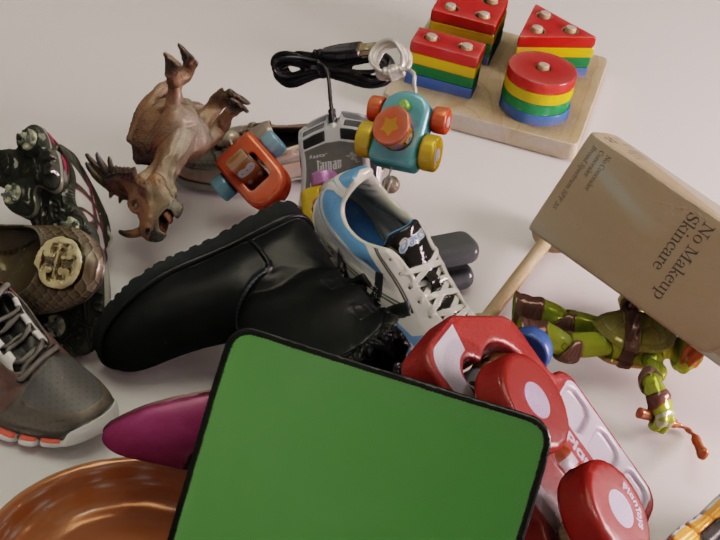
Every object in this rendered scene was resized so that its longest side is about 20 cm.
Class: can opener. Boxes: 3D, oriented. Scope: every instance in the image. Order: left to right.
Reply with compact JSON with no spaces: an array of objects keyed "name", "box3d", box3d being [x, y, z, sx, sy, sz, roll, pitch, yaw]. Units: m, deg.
[{"name":"can opener","box3d":[0.000,0.000,1.089,0.200,0.053,0.066,-9,40,-23]}]

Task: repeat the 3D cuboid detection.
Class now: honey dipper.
[{"name":"honey dipper","box3d":[0.137,-0.003,1.138,0.038,0.038,0.200,24,42,20]}]

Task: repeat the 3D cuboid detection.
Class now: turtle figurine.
[{"name":"turtle figurine","box3d":[0.197,0.060,1.041,0.161,0.064,0.200,8,37,-2]}]

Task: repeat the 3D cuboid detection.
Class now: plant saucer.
[{"name":"plant saucer","box3d":[-0.134,0.195,0.817,0.200,0.038,0.200,6,37,-5]}]

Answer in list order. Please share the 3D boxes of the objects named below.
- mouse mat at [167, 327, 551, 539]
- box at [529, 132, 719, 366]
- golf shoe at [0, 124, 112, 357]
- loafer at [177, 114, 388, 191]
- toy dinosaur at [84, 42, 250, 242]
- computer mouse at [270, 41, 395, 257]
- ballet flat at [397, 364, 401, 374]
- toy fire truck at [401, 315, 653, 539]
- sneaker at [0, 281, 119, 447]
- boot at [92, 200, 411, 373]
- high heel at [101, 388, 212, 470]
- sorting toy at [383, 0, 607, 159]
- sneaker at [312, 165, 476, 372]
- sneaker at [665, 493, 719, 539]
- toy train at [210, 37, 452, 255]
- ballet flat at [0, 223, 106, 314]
[{"name":"mouse mat","box3d":[-0.005,0.135,0.785,0.200,0.161,0.008,17,0,11]},{"name":"box","box3d":[0.240,-0.012,1.031,0.200,0.095,0.078,36,16,19]},{"name":"golf shoe","box3d":[-0.218,-0.021,1.049,0.088,0.077,0.200,30,35,-56]},{"name":"loafer","box3d":[-0.069,-0.113,1.215,0.200,0.063,0.072,-2,37,-15]},{"name":"toy dinosaur","box3d":[-0.165,-0.108,1.127,0.086,0.136,0.200,37,10,-14]},{"name":"computer mouse","box3d":[-0.020,-0.096,1.159,0.109,0.044,0.200,-5,77,12]},{"name":"ballet flat","box3d":[0.023,0.107,0.961,0.066,0.057,0.200,-18,47,0]},{"name":"toy fire truck","box3d":[0.108,0.113,0.875,0.200,0.112,0.168,54,31,-4]},{"name":"sneaker","box3d":[-0.253,0.051,0.943,0.200,0.082,0.077,26,40,21]},{"name":"boot","box3d":[-0.074,0.049,0.958,0.198,0.073,0.163,-32,54,-10]},{"name":"high heel","box3d":[-0.059,0.127,0.852,0.200,0.067,0.096,-1,60,-16]},{"name":"sorting toy","box3d":[0.146,-0.213,1.389,0.198,0.070,0.200,16,37,9]},{"name":"sneaker","box3d":[0.039,0.009,1.025,0.072,0.072,0.200,-37,86,-33]},{"name":"sneaker","box3d":[0.245,0.188,0.885,0.200,0.078,0.077,-30,65,-36]},{"name":"toy train","box3d":[-0.026,-0.102,1.109,0.200,0.056,0.150,-37,72,6]},{"name":"ballet flat","box3d":[-0.271,-0.010,0.996,0.200,0.046,0.067,9,77,31]}]
